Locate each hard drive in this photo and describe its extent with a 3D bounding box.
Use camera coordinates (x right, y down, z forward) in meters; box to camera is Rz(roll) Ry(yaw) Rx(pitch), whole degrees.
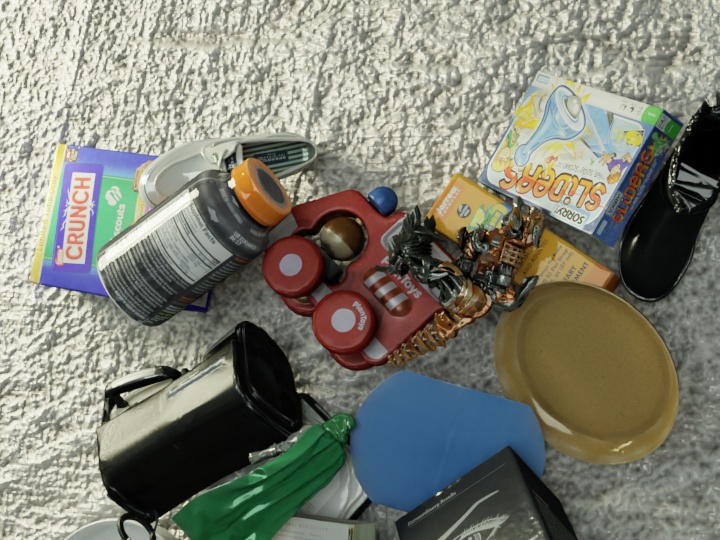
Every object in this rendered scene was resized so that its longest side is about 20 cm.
[{"bbox_3d":[-0.081,0.252,1.329,0.140,0.038,0.200,44,99,19],"label":"hard drive"}]

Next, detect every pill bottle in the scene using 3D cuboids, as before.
[{"bbox_3d":[-0.169,-0.034,1.271,0.200,0.106,0.106,-34,74,17],"label":"pill bottle"}]

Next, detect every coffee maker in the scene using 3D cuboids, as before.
[{"bbox_3d":[-0.165,0.176,1.293,0.200,0.135,0.192,-31,61,20],"label":"coffee maker"}]

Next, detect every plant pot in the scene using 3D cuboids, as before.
[{"bbox_3d":[0.224,0.098,1.202,0.200,0.027,0.200,18,122,31],"label":"plant pot"}]

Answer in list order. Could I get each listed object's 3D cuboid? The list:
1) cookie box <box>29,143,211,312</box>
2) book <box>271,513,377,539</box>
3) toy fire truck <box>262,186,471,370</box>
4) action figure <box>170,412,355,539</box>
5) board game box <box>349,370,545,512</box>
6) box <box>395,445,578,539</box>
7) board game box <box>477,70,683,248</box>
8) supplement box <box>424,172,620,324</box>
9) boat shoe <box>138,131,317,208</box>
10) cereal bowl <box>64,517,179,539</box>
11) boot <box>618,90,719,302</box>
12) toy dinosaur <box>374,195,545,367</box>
[{"bbox_3d":[-0.265,-0.049,1.409,0.200,0.075,0.171,8,86,20],"label":"cookie box"},{"bbox_3d":[-0.054,0.355,1.254,0.134,0.048,0.200,-2,82,38],"label":"book"},{"bbox_3d":[0.000,0.000,1.300,0.168,0.112,0.200,-41,72,-4],"label":"toy fire truck"},{"bbox_3d":[-0.083,0.214,1.233,0.200,0.118,0.055,-39,37,-6],"label":"action figure"},{"bbox_3d":[0.090,0.182,1.264,0.200,0.039,0.158,15,111,3],"label":"board game box"},{"bbox_3d":[0.135,0.291,1.160,0.148,0.104,0.200,-36,29,12],"label":"box"},{"bbox_3d":[0.213,-0.116,1.216,0.135,0.034,0.200,-61,34,3],"label":"board game box"},{"bbox_3d":[0.166,-0.021,1.262,0.200,0.069,0.067,34,94,21],"label":"supplement box"},{"bbox_3d":[-0.142,-0.116,1.325,0.200,0.067,0.074,-21,97,-21],"label":"boat shoe"},{"bbox_3d":[-0.254,0.373,1.349,0.200,0.083,0.200,-2,83,19],"label":"cereal bowl"},{"bbox_3d":[0.308,-0.065,1.164,0.073,0.162,0.198,25,92,8],"label":"boot"},{"bbox_3d":[0.093,0.006,1.195,0.136,0.102,0.200,39,73,13],"label":"toy dinosaur"}]
